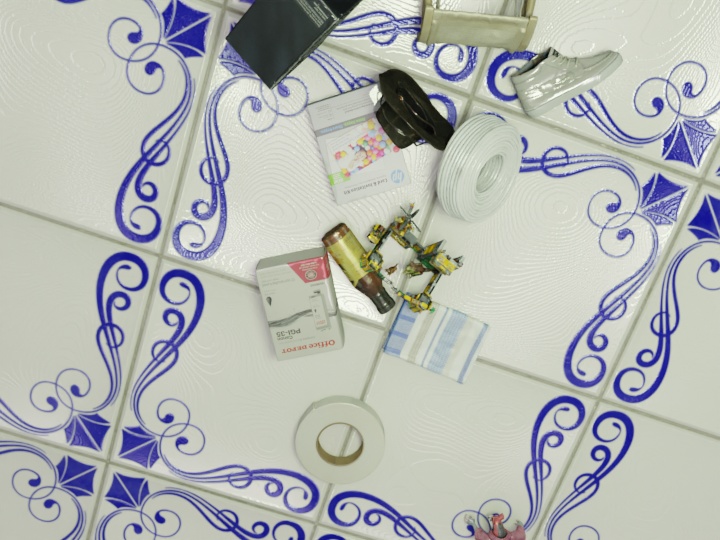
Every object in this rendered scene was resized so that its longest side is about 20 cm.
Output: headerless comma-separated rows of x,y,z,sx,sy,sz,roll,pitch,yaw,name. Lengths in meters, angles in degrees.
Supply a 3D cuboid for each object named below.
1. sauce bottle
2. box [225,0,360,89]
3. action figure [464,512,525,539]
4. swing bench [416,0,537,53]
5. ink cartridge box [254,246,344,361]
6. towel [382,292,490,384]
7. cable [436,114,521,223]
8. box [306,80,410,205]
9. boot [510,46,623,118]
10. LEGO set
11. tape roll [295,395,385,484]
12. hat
0.000,0.000,1.484,0.066,0.066,0.201,-33,102,10,sauce bottle
-0.095,-0.442,1.240,0.123,0.201,0.198,45,134,-12,box
0.307,0.626,1.644,0.132,0.150,0.202,-8,121,9,action figure
0.210,-0.493,1.298,0.196,0.130,0.203,4,108,-2,swing bench
-0.119,0.068,1.496,0.144,0.083,0.203,-11,107,3,ink cartridge box
0.160,0.145,1.552,0.198,0.024,0.148,22,105,-7,towel
0.221,-0.187,1.370,0.069,0.199,0.202,34,105,34,cable
-0.002,-0.244,1.422,0.154,0.041,0.203,-15,108,5,box
0.379,-0.373,1.362,0.198,0.074,0.096,-30,112,10,boot
0.106,-0.017,1.427,0.200,0.116,0.154,47,69,-9,LEGO set
-0.044,0.372,1.615,0.199,0.037,0.206,0,108,0,tape roll
0.082,-0.272,1.342,0.200,0.201,0.081,42,120,-12,hat
